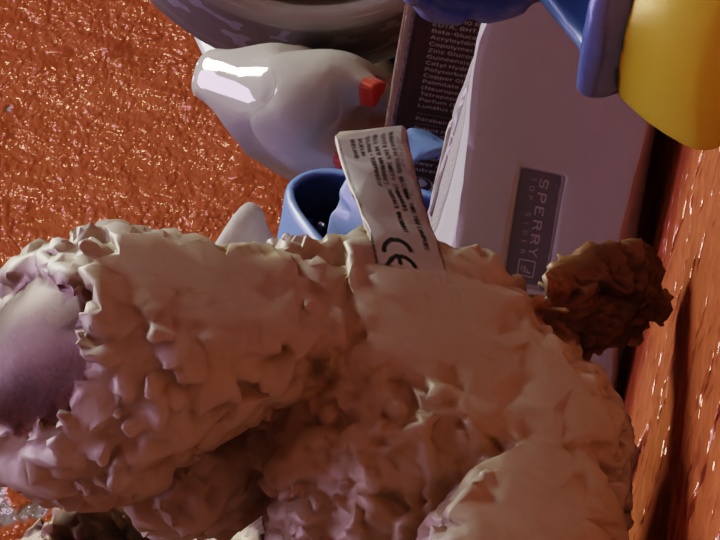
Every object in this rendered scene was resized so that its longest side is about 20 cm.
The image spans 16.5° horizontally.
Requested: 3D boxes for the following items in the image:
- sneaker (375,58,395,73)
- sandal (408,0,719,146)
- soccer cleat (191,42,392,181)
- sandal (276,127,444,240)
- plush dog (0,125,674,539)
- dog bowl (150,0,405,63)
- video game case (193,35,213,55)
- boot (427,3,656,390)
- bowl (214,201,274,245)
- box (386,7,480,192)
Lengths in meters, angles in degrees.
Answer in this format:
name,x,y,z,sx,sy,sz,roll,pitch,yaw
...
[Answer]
name,x,y,z,sx,sy,sz,roll,pitch,yaw
sneaker,0.015,-0.134,1.136,0.200,0.081,0.088,55,180,20
sandal,0.052,-0.115,0.572,0.201,0.086,0.080,-78,-3,-48
soccer cleat,0.000,-0.055,1.032,0.070,0.077,0.200,-67,-24,-3
sandal,0.000,0.000,0.885,0.079,0.087,0.200,-38,12,-33
plush dog,0.000,0.079,0.633,0.160,0.200,0.172,-33,-24,-43
dog bowl,-0.019,-0.184,1.015,0.059,0.199,0.201,-161,81,-88
video game case,-0.009,-0.193,1.116,0.023,0.199,0.182,42,-163,-54
boot,0.055,-0.010,0.750,0.096,0.073,0.201,-57,-16,-65
bowl,-0.041,0.087,0.802,0.201,0.090,0.202,25,-90,-89
box,0.056,-0.115,0.854,0.200,0.074,0.101,98,-178,-57
